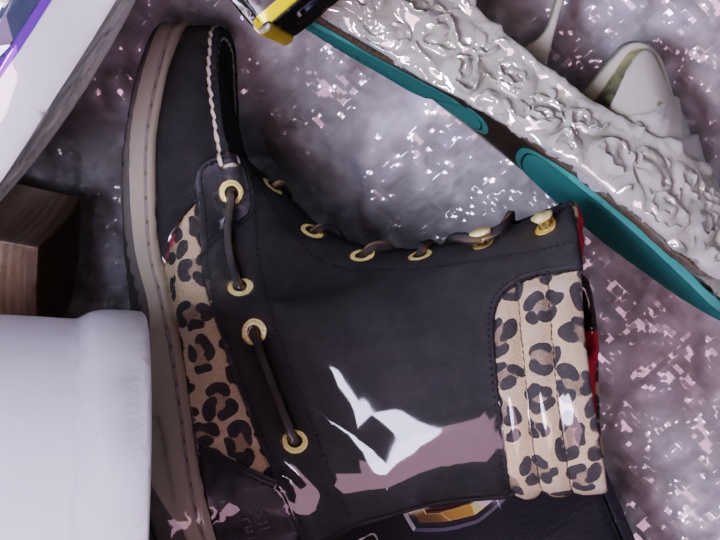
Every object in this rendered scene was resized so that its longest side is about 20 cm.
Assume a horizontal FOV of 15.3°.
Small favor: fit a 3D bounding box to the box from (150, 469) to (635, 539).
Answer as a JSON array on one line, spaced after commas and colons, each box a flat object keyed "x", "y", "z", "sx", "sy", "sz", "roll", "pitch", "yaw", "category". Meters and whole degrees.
[{"x": 0.005, "y": 0.134, "z": 0.942, "sx": 0.199, "sy": 0.050, "sz": 0.199, "roll": -25, "pitch": 102, "yaw": -7, "category": "box"}]

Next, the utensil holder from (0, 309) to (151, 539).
[{"x": -0.166, "y": 0.090, "z": 0.783, "sx": 0.199, "sy": 0.170, "sz": 0.171, "roll": 4, "pitch": 111, "yaw": -8, "category": "utensil holder"}]

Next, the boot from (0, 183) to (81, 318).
[{"x": -0.173, "y": -0.075, "z": 0.931, "sx": 0.154, "sy": 0.074, "sz": 0.201, "roll": 12, "pitch": 109, "yaw": 11, "category": "boot"}]

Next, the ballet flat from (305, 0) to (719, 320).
[{"x": 0.061, "y": -0.063, "z": 0.892, "sx": 0.199, "sy": 0.072, "sz": 0.072, "roll": 35, "pitch": 112, "yaw": -3, "category": "ballet flat"}]

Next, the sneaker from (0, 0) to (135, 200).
[{"x": -0.136, "y": -0.119, "z": 0.825, "sx": 0.146, "sy": 0.081, "sz": 0.201, "roll": 32, "pitch": 105, "yaw": -2, "category": "sneaker"}]

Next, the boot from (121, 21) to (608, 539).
[{"x": 0.000, "y": 0.000, "z": 0.881, "sx": 0.150, "sy": 0.201, "sz": 0.073, "roll": -8, "pitch": 148, "yaw": 8, "category": "boot"}]

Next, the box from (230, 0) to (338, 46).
[{"x": 0.037, "y": -0.147, "z": 0.784, "sx": 0.200, "sy": 0.160, "sz": 0.049, "roll": -40, "pitch": 90, "yaw": 2, "category": "box"}]
